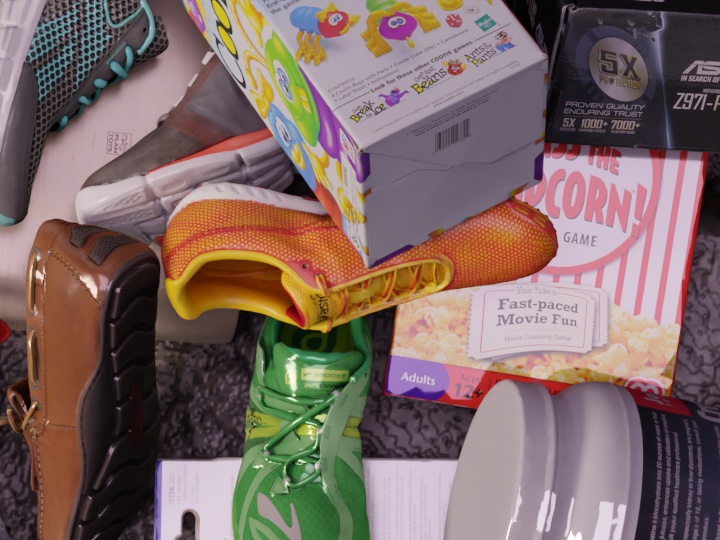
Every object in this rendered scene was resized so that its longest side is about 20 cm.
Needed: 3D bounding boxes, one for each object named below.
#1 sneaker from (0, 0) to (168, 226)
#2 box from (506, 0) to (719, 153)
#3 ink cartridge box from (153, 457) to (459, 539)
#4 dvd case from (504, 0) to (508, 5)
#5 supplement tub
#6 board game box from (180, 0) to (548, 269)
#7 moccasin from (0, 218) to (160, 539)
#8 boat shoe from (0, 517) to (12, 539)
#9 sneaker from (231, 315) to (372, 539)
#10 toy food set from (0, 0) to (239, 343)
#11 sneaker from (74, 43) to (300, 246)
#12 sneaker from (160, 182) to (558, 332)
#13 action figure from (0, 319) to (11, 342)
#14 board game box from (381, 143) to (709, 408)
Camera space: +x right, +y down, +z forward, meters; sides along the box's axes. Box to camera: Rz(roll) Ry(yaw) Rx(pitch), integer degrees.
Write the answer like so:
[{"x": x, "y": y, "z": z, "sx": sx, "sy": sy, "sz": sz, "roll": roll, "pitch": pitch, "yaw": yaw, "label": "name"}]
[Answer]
[{"x": -0.145, "y": -0.116, "z": 1.342, "sx": 0.091, "sy": 0.078, "sz": 0.200, "roll": 15, "pitch": 84, "yaw": -11, "label": "sneaker"}, {"x": 0.181, "y": -0.141, "z": 1.322, "sx": 0.200, "sy": 0.086, "sz": 0.164, "roll": 3, "pitch": 41, "yaw": -8, "label": "box"}, {"x": -0.009, "y": 0.147, "z": 1.380, "sx": 0.200, "sy": 0.037, "sz": 0.095, "roll": 0, "pitch": 83, "yaw": 0, "label": "ink cartridge box"}, {"x": 0.047, "y": -0.174, "z": 1.422, "sx": 0.150, "sy": 0.025, "sz": 0.200, "roll": -32, "pitch": 82, "yaw": -1, "label": "dvd case"}, {"x": 0.154, "y": 0.134, "z": 1.302, "sx": 0.200, "sy": 0.140, "sz": 0.141, "roll": 13, "pitch": 84, "yaw": -12, "label": "supplement tub"}, {"x": -0.005, "y": -0.120, "z": 1.281, "sx": 0.105, "sy": 0.103, "sz": 0.200, "roll": -26, "pitch": 60, "yaw": -14, "label": "board game box"}, {"x": -0.150, "y": 0.067, "z": 1.344, "sx": 0.078, "sy": 0.202, "sz": 0.074, "roll": 23, "pitch": 40, "yaw": 26, "label": "moccasin"}, {"x": -0.248, "y": 0.091, "z": 1.389, "sx": 0.074, "sy": 0.065, "sz": 0.202, "roll": -38, "pitch": 77, "yaw": 17, "label": "boat shoe"}, {"x": -0.030, "y": 0.078, "z": 1.336, "sx": 0.074, "sy": 0.084, "sz": 0.200, "roll": -1, "pitch": 59, "yaw": 1, "label": "sneaker"}, {"x": -0.131, "y": -0.064, "z": 1.406, "sx": 0.143, "sy": 0.060, "sz": 0.200, "roll": 5, "pitch": 85, "yaw": -9, "label": "toy food set"}, {"x": -0.066, "y": -0.081, "z": 1.362, "sx": 0.200, "sy": 0.077, "sz": 0.082, "roll": -26, "pitch": 66, "yaw": -15, "label": "sneaker"}, {"x": 0.000, "y": 0.000, "z": 1.308, "sx": 0.200, "sy": 0.073, "sz": 0.077, "roll": -4, "pitch": 51, "yaw": 5, "label": "sneaker"}, {"x": -0.259, "y": -0.021, "z": 1.377, "sx": 0.065, "sy": 0.052, "sz": 0.200, "roll": -49, "pitch": 54, "yaw": 10, "label": "action figure"}, {"x": 0.100, "y": -0.022, "z": 1.376, "sx": 0.151, "sy": 0.046, "sz": 0.200, "roll": 8, "pitch": 91, "yaw": 0, "label": "board game box"}]
